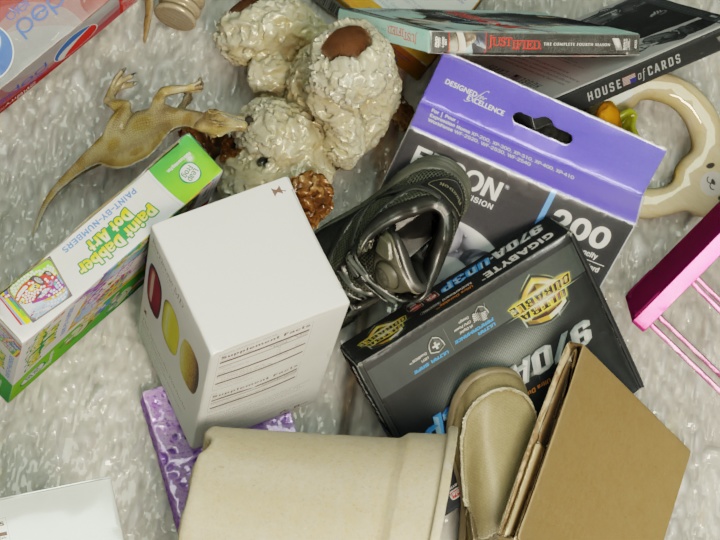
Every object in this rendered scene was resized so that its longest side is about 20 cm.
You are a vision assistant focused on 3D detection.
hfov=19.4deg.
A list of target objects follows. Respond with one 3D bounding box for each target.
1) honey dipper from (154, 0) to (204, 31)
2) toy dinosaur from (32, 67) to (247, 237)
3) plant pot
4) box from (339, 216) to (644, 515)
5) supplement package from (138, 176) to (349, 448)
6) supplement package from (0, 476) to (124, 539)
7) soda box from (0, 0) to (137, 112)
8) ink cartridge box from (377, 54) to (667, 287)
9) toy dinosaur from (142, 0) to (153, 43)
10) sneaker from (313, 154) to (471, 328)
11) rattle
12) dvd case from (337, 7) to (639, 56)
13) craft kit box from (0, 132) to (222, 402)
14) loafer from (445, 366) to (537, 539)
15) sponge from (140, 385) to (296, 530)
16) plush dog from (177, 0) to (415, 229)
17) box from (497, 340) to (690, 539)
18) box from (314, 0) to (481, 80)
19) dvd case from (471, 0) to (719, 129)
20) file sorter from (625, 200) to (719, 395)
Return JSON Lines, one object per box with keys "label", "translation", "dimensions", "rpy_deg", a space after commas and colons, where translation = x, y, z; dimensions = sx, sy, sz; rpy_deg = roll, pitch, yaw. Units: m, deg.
{"label": "honey dipper", "translation": [-0.120, -0.293, 1.771], "dimensions": [0.038, 0.038, 0.200], "rpy_deg": [23, 68, -4]}
{"label": "toy dinosaur", "translation": [-0.186, -0.107, 1.665], "dimensions": [0.200, 0.058, 0.101], "rpy_deg": [-23, 35, 18]}
{"label": "plant pot", "translation": [-0.036, 0.195, 1.544], "dimensions": [0.183, 0.200, 0.201], "rpy_deg": [12, 72, 2]}
{"label": "box", "translation": [0.104, 0.076, 1.645], "dimensions": [0.200, 0.046, 0.159], "rpy_deg": [-31, 116, -9]}
{"label": "supplement package", "translation": [-0.091, 0.034, 1.562], "dimensions": [0.109, 0.200, 0.114], "rpy_deg": [-21, 70, -17]}
{"label": "supplement package", "translation": [-0.234, 0.273, 1.496], "dimensions": [0.147, 0.191, 0.200], "rpy_deg": [-11, 77, -15]}
{"label": "soda box", "translation": [-0.272, -0.188, 1.675], "dimensions": [0.200, 0.063, 0.070], "rpy_deg": [-40, 85, -10]}
{"label": "ink cartridge box", "translation": [0.114, -0.048, 1.674], "dimensions": [0.198, 0.200, 0.043], "rpy_deg": [23, 29, -4]}
{"label": "toy dinosaur", "translation": [-0.208, -0.292, 1.750], "dimensions": [0.200, 0.060, 0.106], "rpy_deg": [43, 97, 6]}
{"label": "sneaker", "translation": [0.000, 0.000, 1.626], "dimensions": [0.199, 0.114, 0.076], "rpy_deg": [-38, 104, 24]}
{"label": "rattle", "translation": [0.281, -0.095, 1.739], "dimensions": [0.200, 0.143, 0.130], "rpy_deg": [28, 73, -3]}
{"label": "dvd case", "translation": [0.103, -0.192, 1.691], "dimensions": [0.200, 0.146, 0.022], "rpy_deg": [-4, 105, -29]}
{"label": "craft kit box", "translation": [-0.200, 0.002, 1.579], "dimensions": [0.198, 0.200, 0.049], "rpy_deg": [-40, 86, -19]}
{"label": "loafer", "translation": [0.112, 0.170, 1.617], "dimensions": [0.076, 0.067, 0.200], "rpy_deg": [-13, 113, -17]}
{"label": "sponge", "translation": [-0.092, 0.177, 1.640], "dimensions": [0.112, 0.030, 0.200], "rpy_deg": [-14, 77, -15]}
{"label": "plush dog", "translation": [-0.049, -0.110, 1.684], "dimensions": [0.172, 0.200, 0.160], "rpy_deg": [-51, 131, -9]}
{"label": "box", "translation": [0.186, 0.171, 1.635], "dimensions": [0.200, 0.021, 0.164], "rpy_deg": [42, 62, -45]}
{"label": "box", "translation": [0.063, -0.273, 1.801], "dimensions": [0.119, 0.041, 0.200], "rpy_deg": [38, 68, 1]}
{"label": "dvd case", "translation": [0.191, -0.177, 1.748], "dimensions": [0.200, 0.150, 0.025], "rpy_deg": [-24, 114, -17]}
{"label": "file sorter", "translation": [0.328, 0.001, 1.686], "dimensions": [0.125, 0.139, 0.200], "rpy_deg": [43, 99, -2]}
